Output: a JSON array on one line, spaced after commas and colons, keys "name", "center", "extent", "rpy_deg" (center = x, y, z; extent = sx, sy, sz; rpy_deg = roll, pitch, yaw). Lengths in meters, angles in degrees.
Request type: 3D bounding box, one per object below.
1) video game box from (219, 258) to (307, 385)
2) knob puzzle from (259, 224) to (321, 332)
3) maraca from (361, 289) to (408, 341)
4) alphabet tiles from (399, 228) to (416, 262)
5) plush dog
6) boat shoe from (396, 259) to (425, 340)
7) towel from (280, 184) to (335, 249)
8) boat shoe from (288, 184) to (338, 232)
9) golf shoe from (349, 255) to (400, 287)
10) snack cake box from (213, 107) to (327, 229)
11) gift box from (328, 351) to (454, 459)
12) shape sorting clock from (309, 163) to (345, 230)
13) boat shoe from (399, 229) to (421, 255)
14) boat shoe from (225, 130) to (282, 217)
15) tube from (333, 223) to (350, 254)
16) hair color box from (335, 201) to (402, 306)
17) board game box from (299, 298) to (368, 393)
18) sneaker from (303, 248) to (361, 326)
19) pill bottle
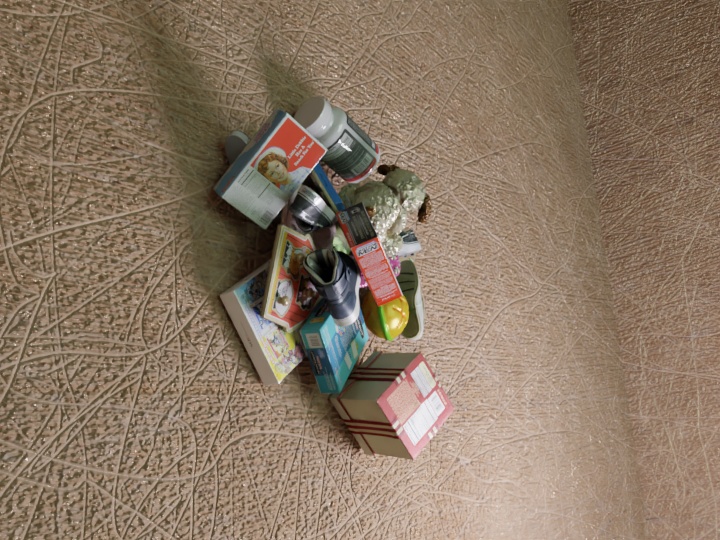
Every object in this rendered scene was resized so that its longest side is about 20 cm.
[{"name": "video game box", "center": [-0.167, 0.094, 1.396], "extent": [0.182, 0.047, 0.200], "rpy_deg": [-42, 112, -56]}, {"name": "knob puzzle", "center": [-0.115, 0.024, 1.382], "extent": [0.220, 0.030, 0.220], "rpy_deg": [-19, 112, -62]}, {"name": "maraca", "center": [0.059, 0.086, 1.662], "extent": [0.200, 0.107, 0.138], "rpy_deg": [-72, 152, -71]}, {"name": "alphabet tiles", "center": [0.081, -0.064, 1.822], "extent": [0.200, 0.008, 0.168], "rpy_deg": [42, 47, -37]}, {"name": "plush dog", "center": [0.064, -0.157, 1.583], "extent": [0.172, 0.161, 0.200], "rpy_deg": [-38, 81, -14]}, {"name": "boat shoe", "center": [0.121, 0.076, 1.780], "extent": [0.068, 0.075, 0.201], "rpy_deg": [34, 52, -66]}, {"name": "towel", "center": [-0.108, -0.067, 1.489], "extent": [0.200, 0.032, 0.192], "rpy_deg": [50, 38, -55]}, {"name": "boat shoe", "center": [-0.097, -0.109, 1.404], "extent": [0.072, 0.068, 0.200], "rpy_deg": [38, -2, 9]}, {"name": "golf shoe", "center": [0.000, 0.000, 1.630], "extent": [0.200, 0.091, 0.076], "rpy_deg": [-6, 91, -43]}, {"name": "snack cake box", "center": [-0.172, -0.195, 1.362], "extent": [0.115, 0.067, 0.200], "rpy_deg": [38, 91, -33]}, {"name": "gift box", "center": [0.072, 0.282, 1.529], "extent": [0.200, 0.187, 0.185], "rpy_deg": [-37, 107, -36]}, {"name": "shape sorting clock", "center": [-0.073, -0.156, 1.544], "extent": [0.200, 0.039, 0.200], "rpy_deg": [61, -3, 6]}, {"name": "boat shoe", "center": [0.085, -0.068, 1.777], "extent": [0.200, 0.072, 0.071], "rpy_deg": [-11, 78, -64]}, {"name": "boat shoe", "center": [-0.195, -0.210, 1.444], "extent": [0.202, 0.074, 0.086], "rpy_deg": [56, 40, -29]}, {"name": "tube", "center": [-0.018, -0.109, 1.673], "extent": [0.200, 0.058, 0.052], "rpy_deg": [-54, 155, -41]}, {"name": "hair color box", "center": [0.020, -0.030, 1.467], "extent": [0.200, 0.064, 0.111], "rpy_deg": [66, 1, -48]}, {"name": "board game box", "center": [-0.050, 0.133, 1.475], "extent": [0.200, 0.047, 0.151], "rpy_deg": [-57, 137, -56]}, {"name": "sneaker", "center": [-0.056, -0.008, 1.398], "extent": [0.203, 0.077, 0.146], "rpy_deg": [-101, 166, -51]}, {"name": "pill bottle", "center": [-0.055, -0.300, 1.629], "extent": [0.200, 0.116, 0.116], "rpy_deg": [39, 49, -40]}]
